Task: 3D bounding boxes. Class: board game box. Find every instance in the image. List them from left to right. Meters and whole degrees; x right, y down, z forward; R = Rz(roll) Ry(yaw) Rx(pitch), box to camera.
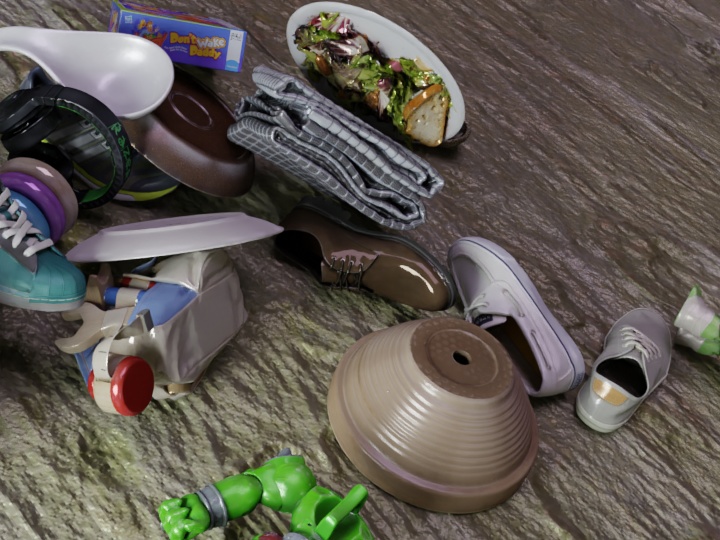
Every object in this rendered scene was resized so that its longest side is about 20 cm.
[{"bbox_3d":[-0.211,-0.266,1.286,0.133,0.045,0.200,7,14,-17],"label":"board game box"}]

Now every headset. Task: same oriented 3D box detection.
[{"bbox_3d":[-0.312,-0.127,1.100,0.198,0.124,0.094,5,38,11],"label":"headset"}]

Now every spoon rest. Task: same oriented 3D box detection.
[{"bbox_3d":[-0.278,-0.196,1.103,0.198,0.061,0.100,10,61,6],"label":"spoon rest"}]

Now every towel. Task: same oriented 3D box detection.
[{"bbox_3d":[-0.032,-0.121,1.163,0.199,0.086,0.166,30,3,-23],"label":"towel"}]

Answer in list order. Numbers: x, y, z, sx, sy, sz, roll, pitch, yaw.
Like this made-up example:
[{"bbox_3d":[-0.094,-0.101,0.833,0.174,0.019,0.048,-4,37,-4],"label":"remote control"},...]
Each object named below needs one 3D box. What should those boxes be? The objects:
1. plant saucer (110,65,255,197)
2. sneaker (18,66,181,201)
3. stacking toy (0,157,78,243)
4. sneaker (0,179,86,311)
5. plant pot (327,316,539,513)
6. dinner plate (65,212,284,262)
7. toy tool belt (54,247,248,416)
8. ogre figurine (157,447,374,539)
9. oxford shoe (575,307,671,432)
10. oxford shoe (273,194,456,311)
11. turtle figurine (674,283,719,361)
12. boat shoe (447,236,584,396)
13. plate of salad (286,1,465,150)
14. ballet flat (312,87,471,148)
[{"bbox_3d":[-0.185,-0.159,1.196,0.200,0.032,0.201,36,25,-20],"label":"plant saucer"},{"bbox_3d":[-0.268,-0.136,1.153,0.199,0.081,0.074,23,40,2],"label":"sneaker"},{"bbox_3d":[-0.329,-0.012,0.992,0.085,0.086,0.200,24,43,3],"label":"stacking toy"},{"bbox_3d":[-0.302,-0.037,0.912,0.199,0.080,0.071,26,20,9],"label":"sneaker"},{"bbox_3d":[0.077,0.109,1.026,0.199,0.093,0.202,13,40,-12],"label":"plant pot"},{"bbox_3d":[-0.168,-0.033,1.032,0.198,0.024,0.200,-5,7,1],"label":"dinner plate"},{"bbox_3d":[-0.192,0.055,0.967,0.122,0.126,0.200,2,28,27],"label":"toy tool belt"},{"bbox_3d":[-0.042,0.218,0.848,0.199,0.099,0.120,30,51,27],"label":"ogre figurine"},{"bbox_3d":[0.278,0.091,1.164,0.075,0.058,0.200,31,39,15],"label":"oxford shoe"},{"bbox_3d":[0.000,0.000,1.135,0.199,0.073,0.084,23,41,21],"label":"oxford shoe"},{"bbox_3d":[0.437,0.066,1.183,0.193,0.201,0.144,29,24,23],"label":"turtle figurine"},{"bbox_3d":[0.139,0.046,1.146,0.069,0.071,0.201,-13,57,-38],"label":"boat shoe"},{"bbox_3d":[0.009,-0.184,1.121,0.199,0.200,0.048,28,69,7],"label":"plate of salad"},{"bbox_3d":[0.042,-0.195,1.360,0.198,0.068,0.075,15,3,-11],"label":"ballet flat"}]
